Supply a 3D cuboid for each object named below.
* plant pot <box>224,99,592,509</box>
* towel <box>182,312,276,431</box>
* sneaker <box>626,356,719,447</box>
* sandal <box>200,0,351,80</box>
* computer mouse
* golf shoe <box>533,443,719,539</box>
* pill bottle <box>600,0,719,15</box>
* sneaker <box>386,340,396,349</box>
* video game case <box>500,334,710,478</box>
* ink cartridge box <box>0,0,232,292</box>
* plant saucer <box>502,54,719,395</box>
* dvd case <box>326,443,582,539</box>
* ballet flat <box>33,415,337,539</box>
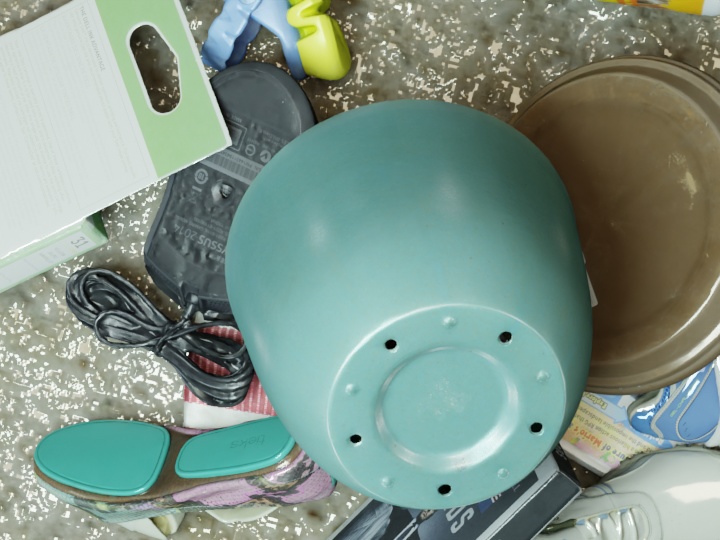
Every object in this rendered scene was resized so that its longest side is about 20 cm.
[{"bbox_3d":[0.033,0.033,1.276,0.201,0.161,0.201,-3,120,-6],"label":"plant pot"},{"bbox_3d":[-0.029,0.014,1.457,0.144,0.023,0.200,8,89,15],"label":"towel"},{"bbox_3d":[0.191,0.006,1.395,0.077,0.076,0.200,-3,87,0],"label":"sneaker"},{"bbox_3d":[-0.077,-0.200,1.456,0.087,0.079,0.200,-20,84,8],"label":"sandal"},{"bbox_3d":[-0.083,-0.032,1.438,0.138,0.053,0.200,30,103,20],"label":"computer mouse"},{"bbox_3d":[0.138,0.159,1.393,0.200,0.097,0.078,-16,96,12],"label":"golf shoe"},{"bbox_3d":[0.165,-0.211,1.414,0.200,0.109,0.109,8,88,6],"label":"pill bottle"},{"bbox_3d":[0.000,0.000,1.390,0.071,0.098,0.200,17,93,12],"label":"sneaker"},{"bbox_3d":[0.147,0.020,1.449,0.200,0.024,0.182,31,91,5],"label":"video game case"},{"bbox_3d":[-0.181,-0.084,1.448,0.200,0.048,0.146,-24,66,6],"label":"ink cartridge box"},{"bbox_3d":[0.146,-0.028,1.381,0.200,0.029,0.200,-5,81,33],"label":"plant saucer"},{"bbox_3d":[0.036,0.157,1.383,0.025,0.150,0.200,41,100,-20],"label":"dvd case"},{"bbox_3d":[-0.104,0.128,1.440,0.200,0.071,0.069,-7,42,27],"label":"ballet flat"}]
